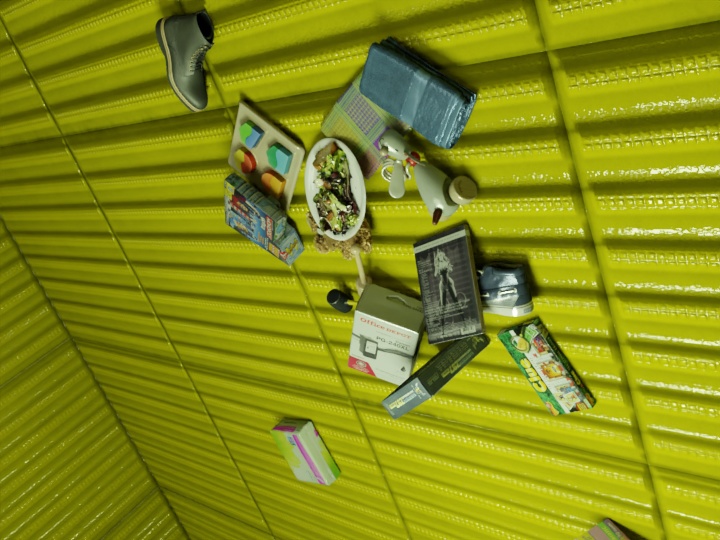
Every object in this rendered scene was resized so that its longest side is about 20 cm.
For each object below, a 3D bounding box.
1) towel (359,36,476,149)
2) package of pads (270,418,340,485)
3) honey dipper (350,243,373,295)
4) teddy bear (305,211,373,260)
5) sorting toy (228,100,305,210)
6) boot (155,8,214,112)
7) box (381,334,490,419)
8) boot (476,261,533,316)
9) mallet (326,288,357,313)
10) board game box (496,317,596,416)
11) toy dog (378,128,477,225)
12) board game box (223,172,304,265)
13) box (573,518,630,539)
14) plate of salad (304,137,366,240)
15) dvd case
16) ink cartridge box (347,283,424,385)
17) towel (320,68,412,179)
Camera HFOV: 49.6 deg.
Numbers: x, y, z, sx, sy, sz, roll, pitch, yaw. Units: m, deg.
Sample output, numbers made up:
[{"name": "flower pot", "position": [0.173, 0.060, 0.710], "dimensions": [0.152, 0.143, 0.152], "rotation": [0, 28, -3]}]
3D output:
[{"name": "towel", "position": [0.093, -0.296, 1.305], "dimensions": [0.199, 0.048, 0.112], "rotation": [36, 132, 15]}, {"name": "package of pads", "position": [-0.164, 0.531, 2.277], "dimensions": [0.154, 0.068, 0.201], "rotation": [-7, 115, 48]}, {"name": "honey dipper", "position": [0.000, 0.000, 1.614], "dimensions": [0.038, 0.038, 0.200], "rotation": [32, 162, 21]}, {"name": "teddy bear", "position": [-0.043, -0.086, 1.632], "dimensions": [0.200, 0.066, 0.146], "rotation": [-27, 90, 58]}, {"name": "sorting toy", "position": [-0.211, -0.242, 1.681], "dimensions": [0.185, 0.036, 0.201], "rotation": [38, 142, 14]}, {"name": "boot", "position": [-0.340, -0.435, 1.621], "dimensions": [0.137, 0.077, 0.201], "rotation": [1, 123, 40]}, {"name": "box", "position": [0.151, 0.205, 1.561], "dimensions": [0.051, 0.199, 0.158], "rotation": [50, 143, 6]}, {"name": "boot", "position": [0.230, 0.028, 1.449], "dimensions": [0.199, 0.072, 0.091], "rotation": [1, 109, 42]}, {"name": "mallet", "position": [0.022, 0.078, 1.723], "dimensions": [0.198, 0.042, 0.066], "rotation": [8, 162, 27]}, {"name": "board game box", "position": [0.354, 0.187, 1.487], "dimensions": [0.201, 0.023, 0.105], "rotation": [54, 145, -5]}, {"name": "toy dog", "position": [0.102, -0.152, 1.372], "dimensions": [0.199, 0.097, 0.133], "rotation": [29, 143, 14]}, {"name": "board game box", "position": [-0.213, -0.111, 1.750], "dimensions": [0.199, 0.062, 0.200], "rotation": [38, 156, 8]}, {"name": "box", "position": [0.530, 0.652, 1.598], "dimensions": [0.176, 0.096, 0.202], "rotation": [44, 151, 50]}, {"name": "plate of salad", "position": [-0.059, -0.156, 1.521], "dimensions": [0.199, 0.048, 0.202], "rotation": [21, 118, 47]}, {"name": "dvd case", "position": [0.165, 0.030, 1.467], "dimensions": [0.148, 0.016, 0.202], "rotation": [-20, 76, 52]}, {"name": "ink cartridge box", "position": [0.056, 0.141, 1.666], "dimensions": [0.144, 0.084, 0.201], "rotation": [19, 139, 10]}, {"name": "towel", "position": [0.009, -0.268, 1.445], "dimensions": [0.144, 0.023, 0.200], "rotation": [49, 143, 2]}]
